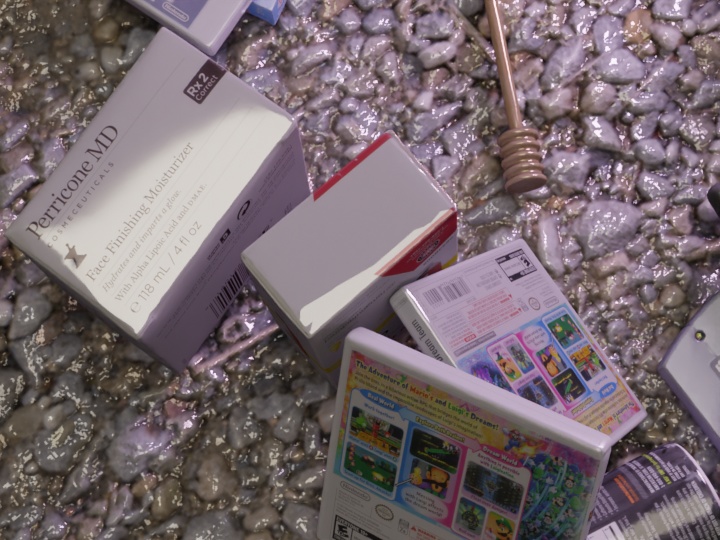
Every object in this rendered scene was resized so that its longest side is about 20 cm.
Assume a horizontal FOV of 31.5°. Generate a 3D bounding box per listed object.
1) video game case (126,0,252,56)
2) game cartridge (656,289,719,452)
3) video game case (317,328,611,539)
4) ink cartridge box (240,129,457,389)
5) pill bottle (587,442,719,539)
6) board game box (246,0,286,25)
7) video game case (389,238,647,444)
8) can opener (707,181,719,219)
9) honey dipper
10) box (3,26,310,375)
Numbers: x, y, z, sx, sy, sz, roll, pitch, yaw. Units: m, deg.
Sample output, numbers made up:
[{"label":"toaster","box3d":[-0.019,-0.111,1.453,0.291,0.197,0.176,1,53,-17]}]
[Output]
[{"label":"video game case","box3d":[-0.159,-0.314,1.117,0.199,0.023,0.183,33,81,8]},{"label":"game cartridge","box3d":[0.350,0.060,1.053,0.199,0.041,0.134,-35,82,-6]},{"label":"video game case","box3d":[0.065,0.157,0.904,0.198,0.024,0.184,23,121,24]},{"label":"ink cartridge box","box3d":[0.000,0.000,0.987,0.145,0.200,0.084,-41,75,-7]},{"label":"pill bottle","box3d":[0.179,0.222,0.985,0.198,0.106,0.107,-25,78,-4]},{"label":"board game box","box3d":[-0.135,-0.330,1.150,0.198,0.037,0.153,24,79,5]},{"label":"video game case","box3d":[0.128,0.071,0.990,0.024,0.199,0.183,-41,78,34]},{"label":"can opener","box3d":[0.362,0.002,1.032,0.066,0.053,0.202,-20,74,-36]},{"label":"honey dipper","box3d":[0.127,-0.169,1.108,0.037,0.038,0.203,-8,76,-1]},{"label":"box","box3d":[-0.149,-0.046,1.004,0.130,0.200,0.200,34,81,8]}]
